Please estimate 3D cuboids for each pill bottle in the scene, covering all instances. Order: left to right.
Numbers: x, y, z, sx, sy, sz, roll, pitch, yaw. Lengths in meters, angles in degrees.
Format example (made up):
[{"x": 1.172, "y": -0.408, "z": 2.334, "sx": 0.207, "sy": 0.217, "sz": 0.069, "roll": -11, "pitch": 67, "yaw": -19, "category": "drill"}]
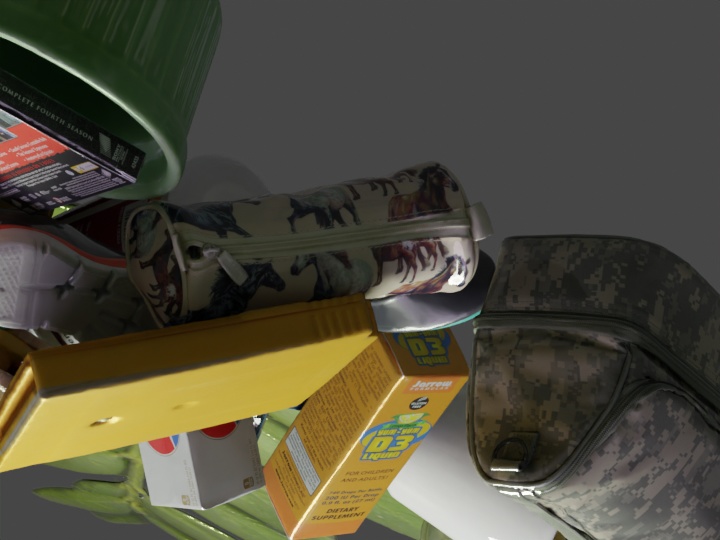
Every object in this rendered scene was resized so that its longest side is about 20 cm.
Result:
[{"x": -0.152, "y": 0.002, "z": 1.213, "sx": 0.199, "sy": 0.114, "sz": 0.113, "roll": -18, "pitch": 140, "yaw": 38, "category": "pill bottle"}]

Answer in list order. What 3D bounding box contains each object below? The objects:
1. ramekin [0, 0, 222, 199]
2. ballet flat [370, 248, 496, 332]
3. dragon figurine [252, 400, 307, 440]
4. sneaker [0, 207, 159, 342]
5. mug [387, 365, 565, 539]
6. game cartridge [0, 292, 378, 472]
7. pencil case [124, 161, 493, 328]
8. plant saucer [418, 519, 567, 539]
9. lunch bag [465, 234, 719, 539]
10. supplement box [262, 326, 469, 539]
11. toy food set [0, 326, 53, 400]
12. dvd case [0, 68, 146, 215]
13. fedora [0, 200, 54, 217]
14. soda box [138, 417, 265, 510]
[{"x": -0.170, "y": -0.127, "z": 0.964, "sx": 0.199, "sy": 0.098, "sz": 0.200, "roll": 19, "pitch": 162, "yaw": 7, "category": "ramekin"}, {"x": 0.000, "y": 0.000, "z": 1.191, "sx": 0.199, "sy": 0.073, "sz": 0.073, "roll": 3, "pitch": 155, "yaw": 48, "category": "ballet flat"}, {"x": -0.059, "y": 0.070, "z": 1.348, "sx": 0.099, "sy": 0.200, "sz": 0.059, "roll": 8, "pitch": -140, "yaw": -56, "category": "dragon figurine"}, {"x": -0.160, "y": 0.005, "z": 1.085, "sx": 0.200, "sy": 0.077, "sz": 0.082, "roll": 31, "pitch": -165, "yaw": -42, "category": "sneaker"}, {"x": 0.097, "y": 0.154, "z": 1.411, "sx": 0.153, "sy": 0.150, "sz": 0.187, "roll": 25, "pitch": 156, "yaw": 13, "category": "mug"}, {"x": -0.103, "y": 0.063, "z": 1.037, "sx": 0.199, "sy": 0.033, "sz": 0.176, "roll": -12, "pitch": 166, "yaw": -24, "category": "game cartridge"}, {"x": -0.029, "y": -0.013, "z": 1.037, "sx": 0.199, "sy": 0.078, "sz": 0.089, "roll": -9, "pitch": -172, "yaw": -23, "category": "pencil case"}, {"x": 0.147, "y": 0.215, "z": 1.489, "sx": 0.199, "sy": 0.200, "sz": 0.050, "roll": 15, "pitch": 132, "yaw": 17, "category": "plant saucer"}, {"x": 0.157, "y": 0.092, "z": 1.118, "sx": 0.139, "sy": 0.169, "sz": 0.200, "roll": 5, "pitch": 156, "yaw": 40, "category": "lunch bag"}, {"x": 0.001, "y": 0.113, "z": 1.338, "sx": 0.066, "sy": 0.069, "sz": 0.200, "roll": -1, "pitch": 137, "yaw": -34, "category": "supplement box"}, {"x": -0.259, "y": 0.036, "z": 1.137, "sx": 0.197, "sy": 0.049, "sz": 0.200, "roll": 27, "pitch": 171, "yaw": 25, "category": "toy food set"}, {"x": -0.223, "y": -0.090, "z": 0.936, "sx": 0.199, "sy": 0.022, "sz": 0.146, "roll": 29, "pitch": 161, "yaw": -25, "category": "dvd case"}, {"x": -0.248, "y": -0.054, "z": 1.166, "sx": 0.199, "sy": 0.082, "sz": 0.201, "roll": -10, "pitch": 158, "yaw": -4, "category": "fedora"}, {"x": -0.130, "y": 0.070, "z": 1.332, "sx": 0.063, "sy": 0.201, "sz": 0.068, "roll": -18, "pitch": -170, "yaw": -40, "category": "soda box"}]
